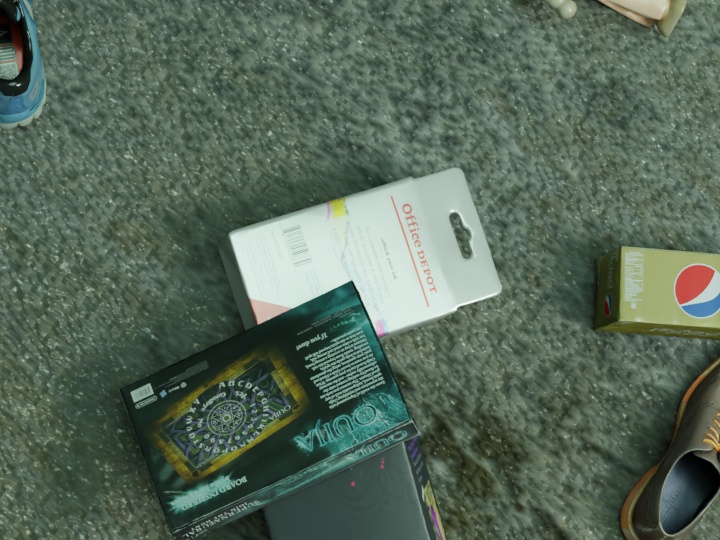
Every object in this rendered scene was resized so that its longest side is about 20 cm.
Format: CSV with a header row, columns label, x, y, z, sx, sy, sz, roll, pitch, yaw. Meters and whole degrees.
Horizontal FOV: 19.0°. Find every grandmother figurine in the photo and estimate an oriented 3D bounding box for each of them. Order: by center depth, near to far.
label,x,y,z,sx,sy,sz,roll,pitch,yaw
grandmother figurine,0.178,-0.261,1.813,0.200,0.061,0.121,23,49,-5

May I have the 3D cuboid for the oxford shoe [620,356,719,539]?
label,x,y,z,sx,sy,sz,roll,pitch,yaw
oxford shoe,0.290,0.144,1.758,0.071,0.073,0.200,33,76,-6

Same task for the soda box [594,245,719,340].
label,x,y,z,sx,sy,sz,roll,pitch,yaw
soda box,0.297,0.023,1.782,0.200,0.068,0.064,5,80,-12

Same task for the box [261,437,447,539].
label,x,y,z,sx,sy,sz,roll,pitch,yaw
box,0.007,0.230,1.649,0.122,0.106,0.200,-17,84,7

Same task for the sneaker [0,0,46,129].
label,x,y,z,sx,sy,sz,roll,pitch,yaw
sneaker,-0.286,-0.216,1.684,0.078,0.090,0.200,-16,84,-14

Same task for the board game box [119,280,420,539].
label,x,y,z,sx,sy,sz,roll,pitch,yaw
board game box,-0.070,0.106,1.621,0.200,0.028,0.135,-25,59,2

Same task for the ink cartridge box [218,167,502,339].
label,x,y,z,sx,sy,sz,roll,pitch,yaw
ink cartridge box,0.000,0.000,1.722,0.200,0.067,0.117,-17,85,-13
